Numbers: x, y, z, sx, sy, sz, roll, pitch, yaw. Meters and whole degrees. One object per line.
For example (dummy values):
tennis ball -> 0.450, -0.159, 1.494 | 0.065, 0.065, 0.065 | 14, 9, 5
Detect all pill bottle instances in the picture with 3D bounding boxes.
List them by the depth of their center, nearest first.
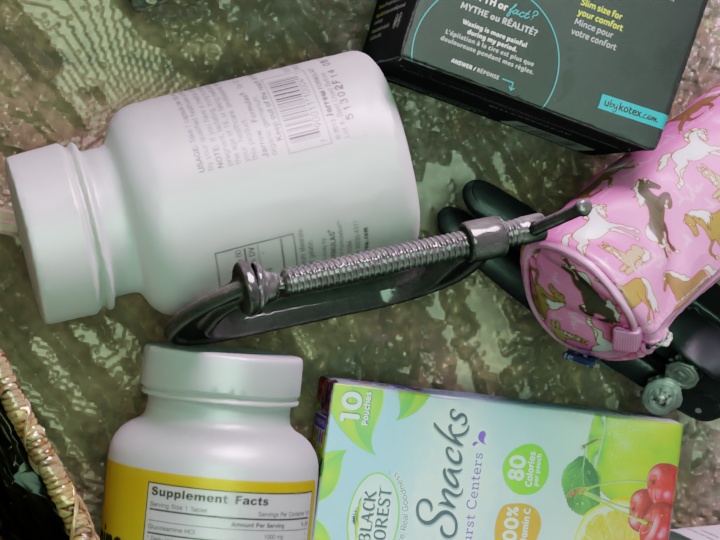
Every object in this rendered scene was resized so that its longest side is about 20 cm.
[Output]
pill bottle -> -0.079, -0.039, 1.286 | 0.199, 0.114, 0.115 | -14, 95, -10
pill bottle -> -0.081, 0.141, 1.294 | 0.112, 0.112, 0.201 | 6, 91, -11

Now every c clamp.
c clamp -> 0.000, 0.000, 1.247 | 0.199, 0.171, 0.027 | -13, 81, -14

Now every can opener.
can opener -> 0.129, 0.018, 1.365 | 0.199, 0.079, 0.063 | 29, 126, -8

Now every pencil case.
pencil case -> 0.174, -0.031, 1.320 | 0.200, 0.083, 0.087 | -40, 115, -32

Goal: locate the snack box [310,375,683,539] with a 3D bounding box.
snack box -> 0.069, 0.140, 1.353 | 0.199, 0.053, 0.143 | 8, 90, -11

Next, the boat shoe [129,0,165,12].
boat shoe -> -0.038, -0.186, 1.290 | 0.199, 0.071, 0.064 | -15, 100, 20

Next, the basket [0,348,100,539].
basket -> -0.232, 0.095, 1.246 | 0.142, 0.149, 0.201 | -27, 98, -9

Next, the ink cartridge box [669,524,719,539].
ink cartridge box -> 0.281, 0.211, 1.380 | 0.199, 0.084, 0.147 | -4, 93, -11

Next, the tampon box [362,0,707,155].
tampon box -> 0.106, -0.179, 1.310 | 0.149, 0.126, 0.201 | 20, 88, -11
